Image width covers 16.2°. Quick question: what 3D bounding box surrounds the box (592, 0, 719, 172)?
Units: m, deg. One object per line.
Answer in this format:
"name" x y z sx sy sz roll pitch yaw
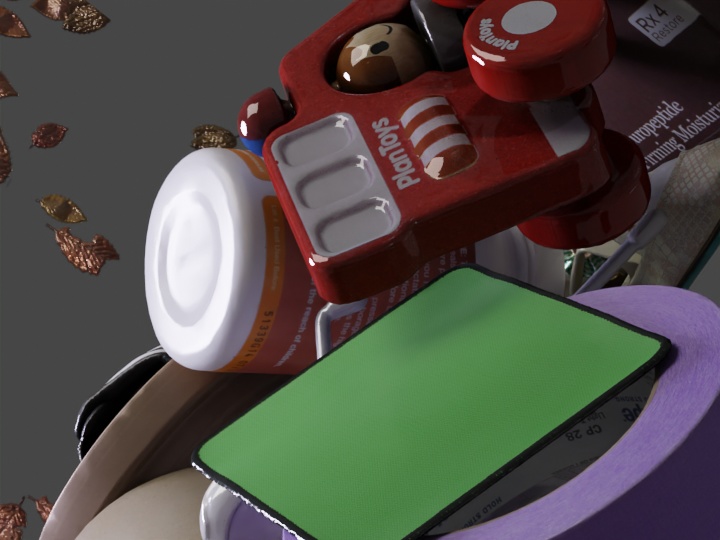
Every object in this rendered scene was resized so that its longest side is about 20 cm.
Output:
"box" 0.190 -0.146 1.281 0.164 0.200 0.166 -55 5 -22

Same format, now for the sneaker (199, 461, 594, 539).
"sneaker" 0.028 0.108 1.144 0.100 0.200 0.075 -106 12 -63

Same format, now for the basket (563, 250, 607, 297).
"basket" 0.097 -0.035 1.476 0.200 0.176 0.139 -38 3 33

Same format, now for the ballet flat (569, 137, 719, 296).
"ballet flat" 0.142 -0.008 1.276 0.200 0.062 0.067 110 -176 -53

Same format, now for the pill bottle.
"pill bottle" 0.000 0.000 1.298 0.112 0.200 0.112 -12 76 58

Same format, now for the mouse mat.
"mouse mat" 0.023 0.056 1.056 0.161 0.008 0.200 -34 20 -14

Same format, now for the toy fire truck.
"toy fire truck" 0.030 -0.076 1.171 0.168 0.112 0.200 -21 39 -4

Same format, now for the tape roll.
"tape roll" 0.071 0.088 1.020 0.200 0.066 0.200 -26 21 11

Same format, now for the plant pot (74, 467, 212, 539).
"plant pot" -0.049 0.210 1.208 0.187 0.187 0.200 -52 19 2

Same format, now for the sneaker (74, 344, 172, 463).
"sneaker" -0.137 0.111 1.454 0.115 0.076 0.201 -15 -40 -52

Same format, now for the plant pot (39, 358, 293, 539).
"plant pot" -0.074 0.126 1.358 0.201 0.093 0.201 -44 -20 -20

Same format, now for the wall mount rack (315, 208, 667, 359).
"wall mount rack" 0.079 0.047 1.221 0.174 0.200 0.075 -12 59 14
